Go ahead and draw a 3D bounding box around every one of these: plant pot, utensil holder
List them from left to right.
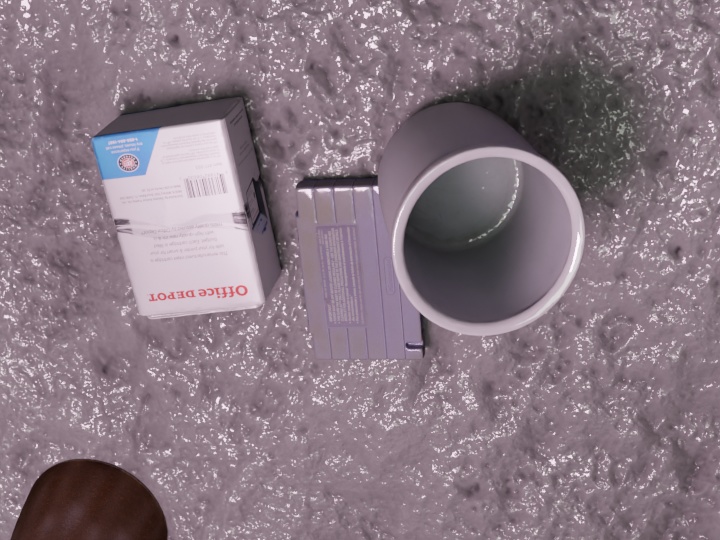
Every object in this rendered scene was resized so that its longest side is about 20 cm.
[{"bbox_3d":[-0.346,0.359,1.350,0.184,0.201,0.190,4,115,8],"label":"plant pot"},{"bbox_3d":[0.101,-0.059,1.065,0.167,0.200,0.173,-2,112,-5],"label":"utensil holder"}]

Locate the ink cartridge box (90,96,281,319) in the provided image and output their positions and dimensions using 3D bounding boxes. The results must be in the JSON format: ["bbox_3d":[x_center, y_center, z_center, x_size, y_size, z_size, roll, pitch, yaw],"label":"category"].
[{"bbox_3d":[-0.177,-0.064,1.193,0.144,0.086,0.203,-6,114,13],"label":"ink cartridge box"}]

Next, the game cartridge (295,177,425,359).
[{"bbox_3d":[0.000,0.000,1.220,0.128,0.038,0.203,1,114,14],"label":"game cartridge"}]
